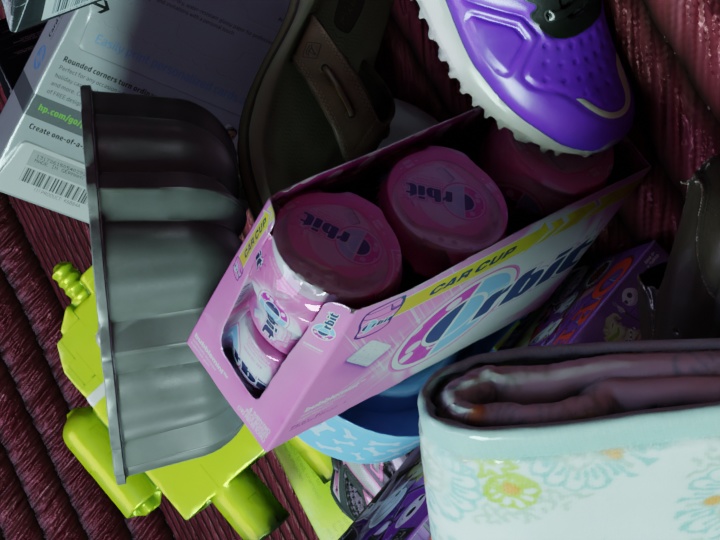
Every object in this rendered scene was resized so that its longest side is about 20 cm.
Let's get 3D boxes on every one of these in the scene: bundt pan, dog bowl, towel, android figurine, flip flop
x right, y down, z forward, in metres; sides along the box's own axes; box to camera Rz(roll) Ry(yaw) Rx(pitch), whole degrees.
[{"bbox_3d":[-0.095,0.004,0.863,0.202,0.075,0.203,175,90,-82],"label":"bundt pan"},{"bbox_3d":[0.022,0.017,0.862,0.111,0.200,0.050,36,138,3],"label":"dog bowl"},{"bbox_3d":[0.127,0.098,0.682,0.048,0.199,0.172,-87,-8,-46],"label":"towel"},{"bbox_3d":[-0.094,0.056,0.983,0.200,0.182,0.041,51,-163,3],"label":"android figurine"},{"bbox_3d":[-0.009,-0.097,0.904,0.057,0.201,0.081,3,158,37],"label":"flip flop"}]

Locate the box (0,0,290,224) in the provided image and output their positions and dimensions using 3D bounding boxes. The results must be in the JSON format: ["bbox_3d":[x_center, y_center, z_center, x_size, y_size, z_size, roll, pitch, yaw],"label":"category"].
[{"bbox_3d":[-0.105,-0.114,0.983,0.200,0.156,0.041,-59,33,17],"label":"box"}]

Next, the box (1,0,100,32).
[{"bbox_3d":[-0.097,-0.216,0.830,0.115,0.199,0.132,66,164,2],"label":"box"}]

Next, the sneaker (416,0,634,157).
[{"bbox_3d":[0.070,-0.142,0.724,0.099,0.070,0.200,-25,104,47],"label":"sneaker"}]

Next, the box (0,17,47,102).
[{"bbox_3d":[-0.124,-0.134,1.077,0.141,0.199,0.079,-130,21,-62],"label":"box"}]

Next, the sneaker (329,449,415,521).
[{"bbox_3d":[0.011,0.091,0.918,0.086,0.080,0.201,-28,79,38],"label":"sneaker"}]

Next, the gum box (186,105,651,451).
[{"bbox_3d":[0.023,-0.005,0.770,0.066,0.200,0.114,52,142,16],"label":"gum box"}]

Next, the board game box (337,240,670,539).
[{"bbox_3d":[0.065,0.073,0.817,0.032,0.200,0.120,44,164,-10],"label":"board game box"}]

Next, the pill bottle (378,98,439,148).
[{"bbox_3d":[0.000,0.000,1.042,0.116,0.116,0.200,55,158,33],"label":"pill bottle"}]

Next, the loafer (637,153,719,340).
[{"bbox_3d":[0.151,0.025,0.719,0.200,0.073,0.071,101,148,-50],"label":"loafer"}]

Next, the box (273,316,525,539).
[{"bbox_3d":[0.046,0.094,0.973,0.200,0.048,0.122,-40,71,34],"label":"box"}]
